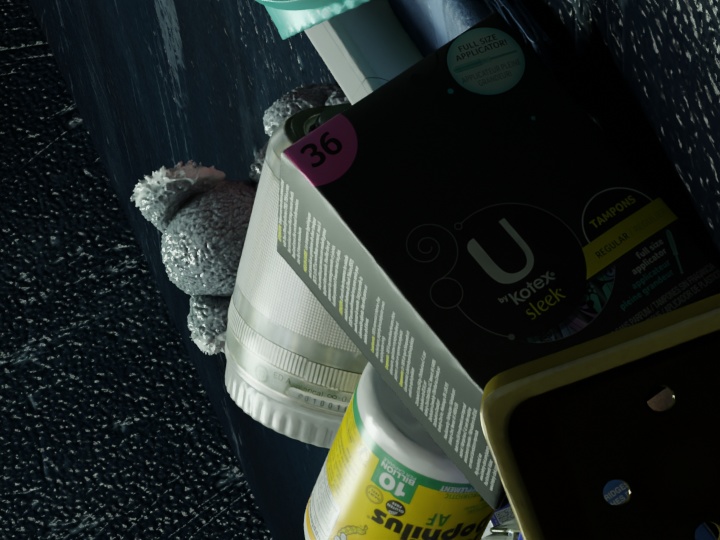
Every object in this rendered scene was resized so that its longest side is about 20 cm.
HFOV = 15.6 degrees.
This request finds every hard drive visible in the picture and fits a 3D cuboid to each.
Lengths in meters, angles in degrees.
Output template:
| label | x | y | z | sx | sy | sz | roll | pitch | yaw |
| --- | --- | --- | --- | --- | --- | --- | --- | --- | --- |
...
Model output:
| label | x | y | z | sx | sy | sz | roll | pitch | yaw |
| --- | --- | --- | --- | --- | --- | --- | --- | --- | --- |
| hard drive | 0.018 | -0.144 | 1.663 | 0.027 | 0.132 | 0.200 | -55 | 41 | 23 |

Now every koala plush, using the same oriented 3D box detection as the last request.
| label | x | y | z | sx | sy | sz | roll | pitch | yaw |
| --- | --- | --- | --- | --- | --- | --- | --- | --- | --- |
| koala plush | -0.070 | -0.040 | 2.082 | 0.184 | 0.199 | 0.178 | -165 | 55 | -77 |

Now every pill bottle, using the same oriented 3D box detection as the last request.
| label | x | y | z | sx | sy | sz | roll | pitch | yaw |
| --- | --- | --- | --- | --- | --- | --- | --- | --- | --- |
| pill bottle | 0.028 | 0.145 | 1.681 | 0.113 | 0.112 | 0.200 | 62 | 145 | 35 |

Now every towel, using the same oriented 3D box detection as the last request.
| label | x | y | z | sx | sy | sz | roll | pitch | yaw |
| --- | --- | --- | --- | --- | --- | --- | --- | --- | --- |
| towel | 0.067 | -0.146 | 1.575 | 0.200 | 0.048 | 0.112 | -122 | 14 | -45 |

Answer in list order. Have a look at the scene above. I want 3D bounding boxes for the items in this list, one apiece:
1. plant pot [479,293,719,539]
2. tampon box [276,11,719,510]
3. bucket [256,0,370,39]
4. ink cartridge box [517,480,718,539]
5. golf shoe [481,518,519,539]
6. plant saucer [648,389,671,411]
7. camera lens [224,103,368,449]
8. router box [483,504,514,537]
| label | x | y | z | sx | sy | sz | roll | pitch | yaw |
| --- | --- | --- | --- | --- | --- | --- | --- | --- | --- |
| plant pot | 0.165 | 0.102 | 1.192 | 0.200 | 0.195 | 0.195 | -120 | 10 | -84 |
| tampon box | 0.072 | -0.005 | 1.418 | 0.200 | 0.150 | 0.126 | 50 | 161 | 18 |
| bucket | 0.011 | -0.213 | 1.332 | 0.135 | 0.207 | 0.207 | 64 | 170 | -5 |
| ink cartridge box | 0.162 | 0.181 | 1.556 | 0.200 | 0.076 | 0.137 | 55 | 166 | 20 |
| golf shoe | 0.129 | 0.197 | 1.764 | 0.200 | 0.097 | 0.079 | 131 | 139 | -77 |
| plant saucer | 0.140 | 0.045 | 1.621 | 0.200 | 0.034 | 0.201 | 160 | 90 | -79 |
| camera lens | 0.000 | 0.000 | 1.753 | 0.160 | 0.159 | 0.201 | -127 | 47 | -58 |
| router box | 0.091 | 0.162 | 2.067 | 0.180 | 0.049 | 0.200 | 86 | 161 | -59 |
